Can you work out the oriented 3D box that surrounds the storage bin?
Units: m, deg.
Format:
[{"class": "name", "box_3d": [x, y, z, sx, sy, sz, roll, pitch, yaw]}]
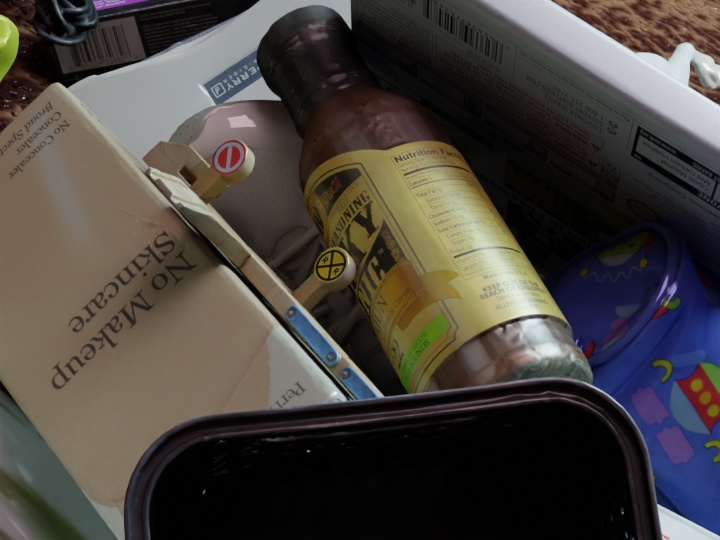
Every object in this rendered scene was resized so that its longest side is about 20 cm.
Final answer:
[{"class": "storage bin", "box_3d": [0.013, 0.140, 0.500, 0.134, 0.094, 0.202, -6, 75, -5]}]

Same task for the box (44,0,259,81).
[{"class": "box", "box_3d": [-0.072, -0.165, 1.042, 0.141, 0.036, 0.200, -9, 24, 17]}]

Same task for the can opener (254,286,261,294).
[{"class": "can opener", "box_3d": [-0.052, -0.001, 0.868, 0.067, 0.053, 0.200, 55, 29, -9]}]

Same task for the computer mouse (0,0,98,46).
[{"class": "computer mouse", "box_3d": [-0.230, -0.167, 0.963, 0.198, 0.046, 0.141, 3, 32, -10]}]

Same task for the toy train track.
[{"class": "toy train track", "box_3d": [-0.010, 0.012, 0.666, 0.200, 0.033, 0.115, 47, 0, 34]}]

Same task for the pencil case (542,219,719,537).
[{"class": "pencil case", "box_3d": [0.139, 0.074, 0.752, 0.200, 0.078, 0.087, 50, 64, -23]}]

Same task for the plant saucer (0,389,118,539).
[{"class": "plant saucer", "box_3d": [-0.127, 0.085, 0.611, 0.200, 0.050, 0.200, 45, 2, -2]}]

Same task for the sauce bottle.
[{"class": "sauce bottle", "box_3d": [0.016, -0.020, 0.724, 0.064, 0.065, 0.201, -1, 46, -35]}]

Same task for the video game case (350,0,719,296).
[{"class": "video game case", "box_3d": [0.080, -0.046, 0.771, 0.199, 0.183, 0.022, 34, 70, 15]}]

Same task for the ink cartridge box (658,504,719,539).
[{"class": "ink cartridge box", "box_3d": [0.057, 0.151, 0.651, 0.145, 0.085, 0.200, 27, 28, 6]}]

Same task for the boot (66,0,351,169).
[{"class": "boot", "box_3d": [-0.070, -0.071, 0.892, 0.073, 0.199, 0.090, 62, -3, 6]}]

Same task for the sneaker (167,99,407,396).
[{"class": "sneaker", "box_3d": [0.000, 0.000, 0.815, 0.200, 0.070, 0.081, 35, 38, -29]}]

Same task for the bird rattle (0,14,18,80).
[{"class": "bird rattle", "box_3d": [-0.241, -0.070, 0.823, 0.198, 0.114, 0.163, 7, 19, -1]}]

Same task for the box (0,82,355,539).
[{"class": "box", "box_3d": [-0.079, 0.031, 0.712, 0.200, 0.095, 0.078, 44, -3, 36]}]

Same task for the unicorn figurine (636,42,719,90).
[{"class": "unicorn figurine", "box_3d": [0.156, -0.072, 1.020, 0.137, 0.074, 0.201, -2, 55, -54]}]
